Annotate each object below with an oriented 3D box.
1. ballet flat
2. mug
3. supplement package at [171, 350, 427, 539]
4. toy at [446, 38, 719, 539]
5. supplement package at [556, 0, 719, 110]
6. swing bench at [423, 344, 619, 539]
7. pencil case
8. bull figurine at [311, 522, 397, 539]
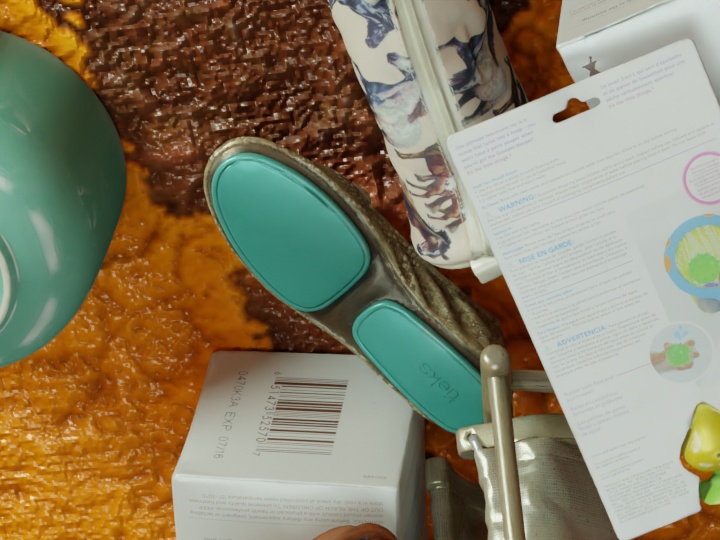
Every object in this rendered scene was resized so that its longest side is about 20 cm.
[{"bbox_3d":[0.000,0.000,1.317,0.070,0.065,0.200,-33,112,26],"label":"ballet flat"},{"bbox_3d":[-0.209,-0.037,1.297,0.185,0.115,0.152,42,119,-17],"label":"mug"},{"bbox_3d":[-0.027,0.157,1.391,0.116,0.117,0.201,2,122,7],"label":"supplement package"},{"bbox_3d":[0.129,0.007,1.174,0.115,0.047,0.201,-22,101,10],"label":"toy"},{"bbox_3d":[0.212,-0.101,1.192,0.199,0.111,0.156,-22,116,22],"label":"supplement package"},{"bbox_3d":[0.100,0.168,1.279,0.129,0.200,0.200,3,151,-14],"label":"swing bench"},{"bbox_3d":[0.033,-0.096,1.238,0.077,0.090,0.201,-13,120,16],"label":"pencil case"},{"bbox_3d":[-0.012,0.217,1.308,0.121,0.065,0.201,-19,115,-20],"label":"bull figurine"}]
